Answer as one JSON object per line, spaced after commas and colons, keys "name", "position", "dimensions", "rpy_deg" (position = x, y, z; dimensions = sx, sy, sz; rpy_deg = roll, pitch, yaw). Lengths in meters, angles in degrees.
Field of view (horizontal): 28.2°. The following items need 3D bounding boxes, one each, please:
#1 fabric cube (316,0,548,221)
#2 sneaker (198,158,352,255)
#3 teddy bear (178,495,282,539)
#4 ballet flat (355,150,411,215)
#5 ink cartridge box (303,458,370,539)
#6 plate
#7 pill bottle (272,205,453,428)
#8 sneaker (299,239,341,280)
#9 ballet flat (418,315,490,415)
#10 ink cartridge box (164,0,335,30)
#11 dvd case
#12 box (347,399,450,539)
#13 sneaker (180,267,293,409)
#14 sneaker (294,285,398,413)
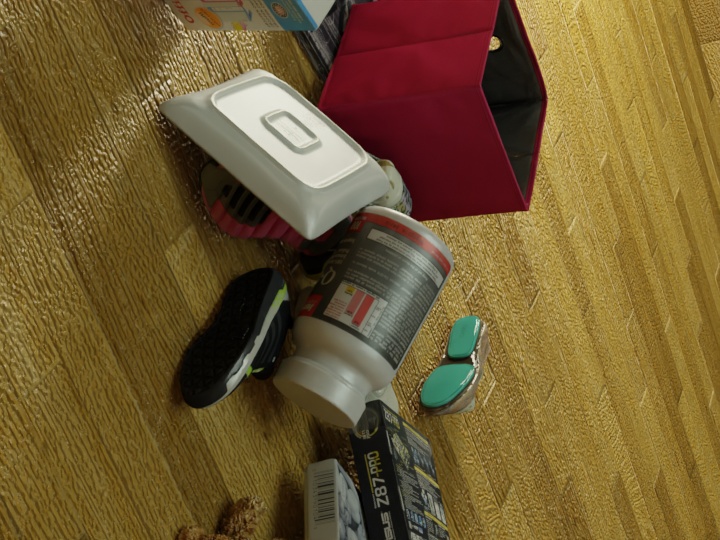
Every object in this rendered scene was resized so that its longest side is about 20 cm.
{"name": "fabric cube", "position": [0.091, -0.194, 1.675], "dimensions": [0.197, 0.197, 0.201], "rpy_deg": [61, 33, -41]}
{"name": "sneaker", "position": [-0.097, -0.082, 1.457], "dimensions": [0.199, 0.079, 0.096], "rpy_deg": [23, 31, -50]}
{"name": "teddy bear", "position": [-0.090, 0.287, 1.331], "dimensions": [0.200, 0.066, 0.146], "rpy_deg": [52, 36, -42]}
{"name": "ballet flat", "position": [-0.002, -0.104, 1.569], "dimensions": [0.199, 0.072, 0.073], "rpy_deg": [24, 58, -36]}
{"name": "ink cartridge box", "position": [-0.002, 0.325, 1.443], "dimensions": [0.201, 0.043, 0.200], "rpy_deg": [60, 21, -49]}
{"name": "plate", "position": [-0.074, -0.129, 1.418], "dimensions": [0.199, 0.032, 0.200], "rpy_deg": [40, 29, 9]}
{"name": "pill bottle", "position": [0.001, 0.047, 1.428], "dimensions": [0.116, 0.115, 0.201], "rpy_deg": [48, 65, -44]}
{"name": "sneaker", "position": [0.000, 0.000, 1.591], "dimensions": [0.199, 0.077, 0.092], "rpy_deg": [-13, 100, -59]}
{"name": "ballet flat", "position": [0.127, 0.136, 1.792], "dimensions": [0.200, 0.067, 0.068], "rpy_deg": [-57, 137, -50]}
{"name": "ink cartridge box", "position": [-0.118, -0.316, 1.369], "dimensions": [0.129, 0.198, 0.126], "rpy_deg": [52, 56, -41]}
{"name": "dvd case", "position": [-0.032, -0.316, 1.698], "dimensions": [0.149, 0.016, 0.201], "rpy_deg": [57, 36, -38]}
{"name": "box", "position": [0.047, 0.242, 1.552], "dimensions": [0.200, 0.049, 0.163], "rpy_deg": [46, 31, -64]}
{"name": "sneaker", "position": [-0.104, 0.078, 1.372], "dimensions": [0.083, 0.071, 0.201], "rpy_deg": [66, 31, -28]}
{"name": "sneaker", "position": [0.002, 0.098, 1.556], "dimensions": [0.201, 0.080, 0.076], "rpy_deg": [60, 32, -34]}
